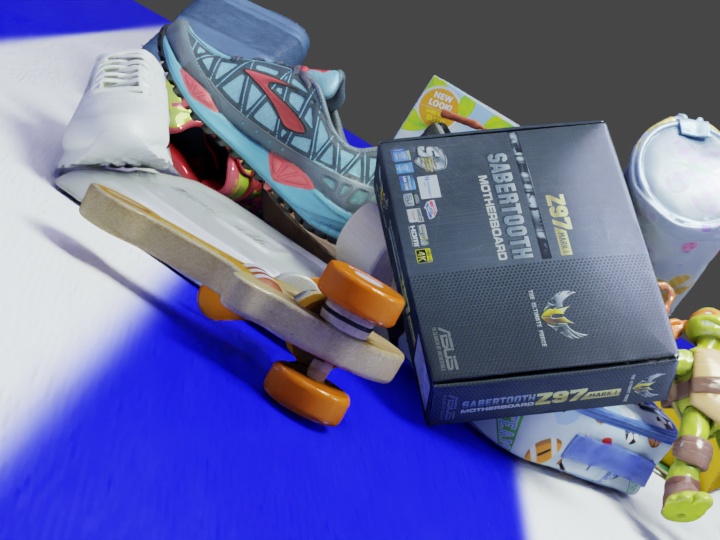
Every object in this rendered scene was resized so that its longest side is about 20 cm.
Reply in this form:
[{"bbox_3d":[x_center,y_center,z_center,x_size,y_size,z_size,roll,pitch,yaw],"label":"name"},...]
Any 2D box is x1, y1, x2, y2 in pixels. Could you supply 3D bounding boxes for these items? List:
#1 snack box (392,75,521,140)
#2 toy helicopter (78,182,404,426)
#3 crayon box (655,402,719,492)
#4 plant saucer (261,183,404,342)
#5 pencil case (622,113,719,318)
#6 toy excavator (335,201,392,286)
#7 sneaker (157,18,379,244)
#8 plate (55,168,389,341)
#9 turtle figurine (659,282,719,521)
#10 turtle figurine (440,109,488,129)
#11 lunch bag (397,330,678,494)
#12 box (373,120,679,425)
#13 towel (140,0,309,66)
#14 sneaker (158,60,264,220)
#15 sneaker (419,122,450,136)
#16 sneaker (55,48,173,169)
[{"bbox_3d":[0.106,-0.046,1.716,0.200,0.169,0.068,34,6,9],"label":"snack box"},{"bbox_3d":[-0.064,0.005,1.104,0.200,0.079,0.132,29,7,7],"label":"toy helicopter"},{"bbox_3d":[0.259,0.130,1.662,0.127,0.051,0.200,35,9,16],"label":"crayon box"},{"bbox_3d":[0.000,0.000,1.468,0.200,0.037,0.200,35,11,-8],"label":"plant saucer"},{"bbox_3d":[0.200,-0.025,1.378,0.083,0.200,0.091,-5,63,-14],"label":"pencil case"},{"bbox_3d":[0.070,-0.032,1.421,0.100,0.194,0.200,42,-15,26],"label":"toy excavator"},{"bbox_3d":[-0.054,-0.114,1.392,0.200,0.096,0.079,44,6,1],"label":"sneaker"},{"bbox_3d":[-0.079,-0.012,1.301,0.200,0.032,0.200,34,9,15],"label":"plate"},{"bbox_3d":[0.227,0.087,1.332,0.200,0.162,0.064,17,-30,-27],"label":"turtle figurine"},{"bbox_3d":[0.103,-0.032,1.646,0.200,0.161,0.064,41,-13,19],"label":"turtle figurine"},{"bbox_3d":[0.129,0.084,1.370,0.160,0.076,0.200,41,13,37],"label":"lunch bag"},{"bbox_3d":[0.102,-0.002,1.268,0.157,0.051,0.200,-5,54,-8],"label":"box"},{"bbox_3d":[-0.127,-0.173,1.709,0.111,0.049,0.200,27,37,9],"label":"towel"},{"bbox_3d":[-0.093,-0.075,1.533,0.200,0.078,0.090,33,30,-24],"label":"sneaker"},{"bbox_3d":[0.027,-0.074,1.635,0.200,0.116,0.075,16,-27,50],"label":"sneaker"},{"bbox_3d":[-0.160,-0.107,1.312,0.076,0.081,0.200,3,6,-7],"label":"sneaker"}]
